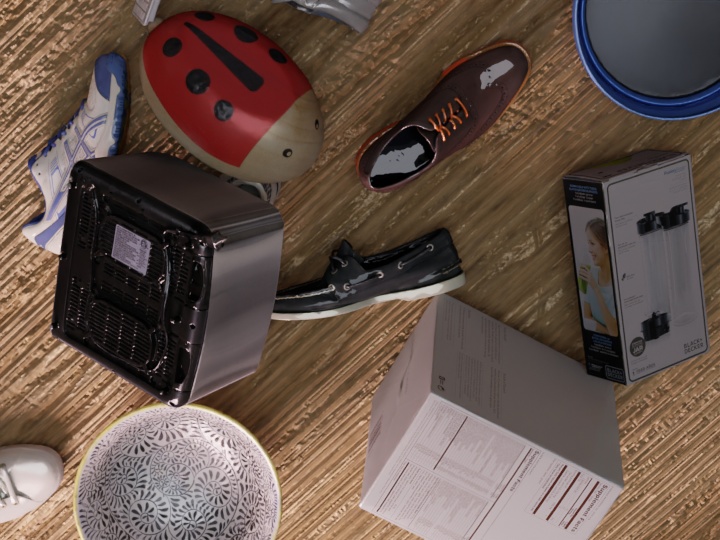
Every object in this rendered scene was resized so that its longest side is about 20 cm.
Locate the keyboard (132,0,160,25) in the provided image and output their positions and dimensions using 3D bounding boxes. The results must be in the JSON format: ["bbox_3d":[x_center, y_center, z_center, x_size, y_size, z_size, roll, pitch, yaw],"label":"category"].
[{"bbox_3d":[-0.169,-0.323,1.465,0.011,0.056,0.202,14,105,-30],"label":"keyboard"}]

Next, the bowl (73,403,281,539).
[{"bbox_3d":[-0.175,0.210,1.575,0.198,0.094,0.203,0,104,-2],"label":"bowl"}]

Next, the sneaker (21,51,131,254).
[{"bbox_3d":[-0.267,-0.109,1.507,0.087,0.075,0.202,13,101,-1],"label":"sneaker"}]

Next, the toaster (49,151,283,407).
[{"bbox_3d":[-0.171,0.006,1.442,0.199,0.118,0.182,26,117,31],"label":"toaster"}]

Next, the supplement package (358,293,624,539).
[{"bbox_3d":[0.122,0.160,1.520,0.199,0.192,0.148,27,117,-8],"label":"supplement package"}]

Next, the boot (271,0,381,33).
[{"bbox_3d":[-0.065,-0.290,1.466,0.199,0.074,0.096,24,96,-9],"label":"boot"}]

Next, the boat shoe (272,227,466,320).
[{"bbox_3d":[0.001,0.000,1.546,0.197,0.075,0.067,-10,103,0],"label":"boat shoe"}]

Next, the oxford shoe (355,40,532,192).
[{"bbox_3d":[0.083,-0.138,1.513,0.200,0.073,0.071,-41,102,8],"label":"oxford shoe"}]

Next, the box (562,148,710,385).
[{"bbox_3d":[0.265,-0.006,1.538,0.116,0.060,0.202,-19,108,-30],"label":"box"}]

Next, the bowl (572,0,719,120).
[{"bbox_3d":[0.295,-0.243,1.512,0.198,0.039,0.203,-1,105,-2],"label":"bowl"}]

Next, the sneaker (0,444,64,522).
[{"bbox_3d":[-0.388,0.232,1.586,0.198,0.085,0.073,-19,103,1],"label":"sneaker"}]

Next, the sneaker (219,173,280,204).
[{"bbox_3d":[-0.145,-0.018,1.533,0.076,0.081,0.201,27,103,-10],"label":"sneaker"}]

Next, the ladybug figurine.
[{"bbox_3d":[-0.117,-0.167,1.470,0.199,0.072,0.136,38,65,3],"label":"ladybug figurine"}]
